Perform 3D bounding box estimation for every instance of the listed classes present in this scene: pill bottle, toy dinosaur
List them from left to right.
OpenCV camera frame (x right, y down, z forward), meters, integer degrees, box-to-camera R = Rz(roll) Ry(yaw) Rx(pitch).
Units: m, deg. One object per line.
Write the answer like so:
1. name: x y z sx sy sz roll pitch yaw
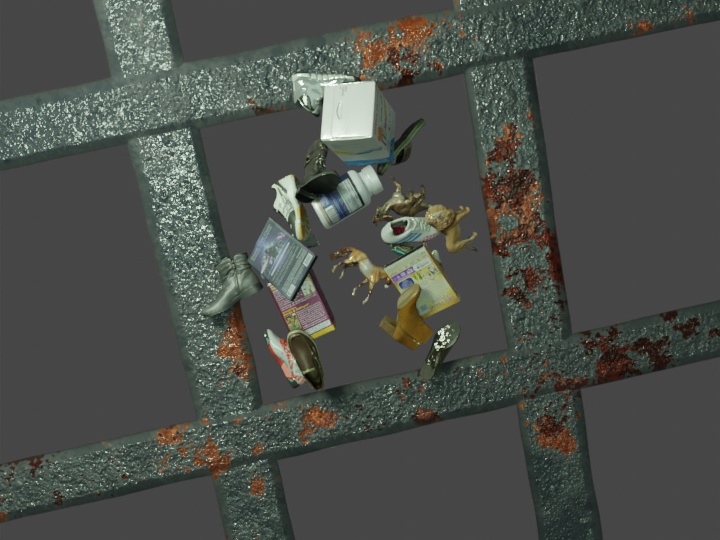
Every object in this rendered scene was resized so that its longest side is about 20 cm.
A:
1. pill bottle: -0.038 -0.213 1.530 0.198 0.111 0.112 -30 98 0
2. toy dinosaur: 0.124 -0.183 1.560 0.197 0.086 0.137 9 121 -26

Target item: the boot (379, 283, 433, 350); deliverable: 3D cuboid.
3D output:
1. boot: 0.162 0.140 1.589 0.143 0.071 0.202 31 122 -11

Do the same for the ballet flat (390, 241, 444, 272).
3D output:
1. ballet flat: 0.183 -0.045 1.594 0.198 0.068 0.076 32 78 -5

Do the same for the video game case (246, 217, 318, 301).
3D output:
1. video game case: -0.219 -0.032 1.486 0.199 0.019 0.144 38 104 29

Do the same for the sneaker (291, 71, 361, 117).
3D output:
1. sneaker: -0.096 -0.490 1.517 0.196 0.075 0.118 4 102 6

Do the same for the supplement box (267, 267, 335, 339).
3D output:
1. supplement box: -0.167 0.097 1.565 0.129 0.103 0.203 -23 99 2

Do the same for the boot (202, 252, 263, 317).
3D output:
1. boot: -0.393 0.040 1.570 0.198 0.070 0.133 -30 96 -10

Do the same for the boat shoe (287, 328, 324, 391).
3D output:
1. boat shoe: -0.145 0.256 1.518 0.074 0.075 0.204 -24 122 1

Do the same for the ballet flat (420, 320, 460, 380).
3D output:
1. ballet flat: 0.244 0.244 1.644 0.067 0.046 0.203 27 89 25

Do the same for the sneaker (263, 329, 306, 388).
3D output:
1. sneaker: -0.200 0.240 1.602 0.107 0.067 0.204 -29 102 -1

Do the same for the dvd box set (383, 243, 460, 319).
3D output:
1. dvd box set: 0.180 0.036 1.576 0.145 0.030 0.201 -29 107 27

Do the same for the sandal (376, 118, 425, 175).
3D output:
1. sandal: 0.123 -0.345 1.544 0.057 0.080 0.201 42 93 -21

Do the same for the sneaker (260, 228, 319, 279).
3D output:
1. sneaker: -0.204 -0.039 1.557 0.200 0.075 0.082 -43 92 2

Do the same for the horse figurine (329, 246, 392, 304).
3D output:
1. horse figurine: 0.000 0.000 1.587 0.200 0.050 0.133 45 80 -2

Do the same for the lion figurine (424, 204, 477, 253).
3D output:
1. lion figurine: 0.265 -0.110 1.554 0.121 0.072 0.202 -32 115 -11

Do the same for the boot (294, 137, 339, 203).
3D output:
1. boot: -0.111 -0.288 1.454 0.069 0.198 0.177 25 66 -31

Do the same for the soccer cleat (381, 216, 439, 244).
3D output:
1. soccer cleat: 0.155 -0.120 1.543 0.196 0.087 0.071 -13 69 -19

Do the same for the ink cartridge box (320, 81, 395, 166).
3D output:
1. ink cartridge box: -0.001 -0.384 1.433 0.142 0.200 0.151 0 83 19

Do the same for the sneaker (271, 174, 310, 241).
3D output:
1. sneaker: -0.200 -0.167 1.529 0.086 0.076 0.204 -18 68 11
